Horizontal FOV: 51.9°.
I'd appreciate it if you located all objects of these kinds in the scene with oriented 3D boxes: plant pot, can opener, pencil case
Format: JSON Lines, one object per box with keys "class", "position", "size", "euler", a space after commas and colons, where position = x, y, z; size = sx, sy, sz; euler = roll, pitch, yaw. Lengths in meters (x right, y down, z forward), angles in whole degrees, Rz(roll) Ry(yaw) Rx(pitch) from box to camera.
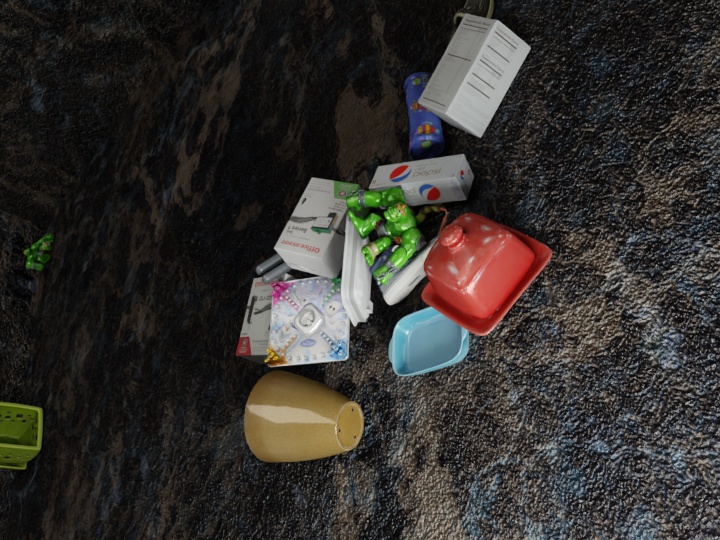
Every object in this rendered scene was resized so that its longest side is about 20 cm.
{"class": "plant pot", "position": [-1.345, 0.644, 2.833], "size": [0.182, 0.198, 0.200], "euler": [-53, 38, 30]}
{"class": "can opener", "position": [-0.157, -0.031, 1.747], "size": [0.053, 0.199, 0.067], "euler": [52, 152, 9]}
{"class": "pencil case", "position": [0.137, -0.328, 1.586], "size": [0.077, 0.087, 0.202], "euler": [-10, 59, 14]}
{"class": "plant pot", "position": [-0.097, 0.300, 1.483], "size": [0.198, 0.186, 0.189], "euler": [-2, 69, 35]}

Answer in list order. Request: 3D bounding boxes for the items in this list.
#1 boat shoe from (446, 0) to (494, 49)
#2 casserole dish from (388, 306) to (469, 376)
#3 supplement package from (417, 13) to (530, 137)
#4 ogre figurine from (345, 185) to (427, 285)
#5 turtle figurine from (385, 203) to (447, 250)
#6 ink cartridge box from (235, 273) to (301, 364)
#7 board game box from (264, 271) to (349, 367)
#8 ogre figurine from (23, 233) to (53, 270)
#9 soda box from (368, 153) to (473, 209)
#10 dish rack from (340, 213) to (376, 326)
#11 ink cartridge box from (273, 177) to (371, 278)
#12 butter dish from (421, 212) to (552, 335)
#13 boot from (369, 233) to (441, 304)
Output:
{"class": "boat shoe", "position": [0.232, -0.532, 1.587], "size": [0.071, 0.066, 0.203], "euler": [2, 73, 52]}
{"class": "casserole dish", "position": [0.133, 0.132, 1.377], "size": [0.199, 0.039, 0.122], "euler": [-24, 53, 42]}
{"class": "supplement package", "position": [0.227, -0.390, 1.481], "size": [0.201, 0.109, 0.114], "euler": [-60, 37, 9]}
{"class": "ogre figurine", "position": [0.050, -0.085, 1.435], "size": [0.119, 0.098, 0.201], "euler": [-27, 45, 10]}
{"class": "turtle figurine", "position": [0.086, -0.104, 1.540], "size": [0.200, 0.064, 0.162], "euler": [-43, 42, 29]}
{"class": "ink cartridge box", "position": [-0.209, 0.116, 1.775], "size": [0.143, 0.083, 0.202], "euler": [-9, 64, 48]}
{"class": "board game box", "position": [-0.118, 0.107, 1.643], "size": [0.198, 0.026, 0.202], "euler": [-8, 65, 22]}
{"class": "ogre figurine", "position": [-1.542, -0.076, 3.542], "size": [0.119, 0.098, 0.202], "euler": [-17, 71, 25]}
{"class": "soda box", "position": [0.121, -0.176, 1.480], "size": [0.198, 0.064, 0.069], "euler": [-3, 49, 32]}
{"class": "dish rack", "position": [0.000, 0.000, 1.538], "size": [0.043, 0.172, 0.202], "euler": [0, 65, 11]}
{"class": "ink cartridge box", "position": [-0.083, -0.098, 1.670], "size": [0.145, 0.084, 0.201], "euler": [12, 66, 34]}
{"class": "butter dish", "position": [0.188, -0.023, 1.276], "size": [0.200, 0.148, 0.200], "euler": [-49, 36, -6]}
{"class": "boot", "position": [0.096, -0.027, 1.461], "size": [0.200, 0.072, 0.091], "euler": [-45, 65, 27]}
